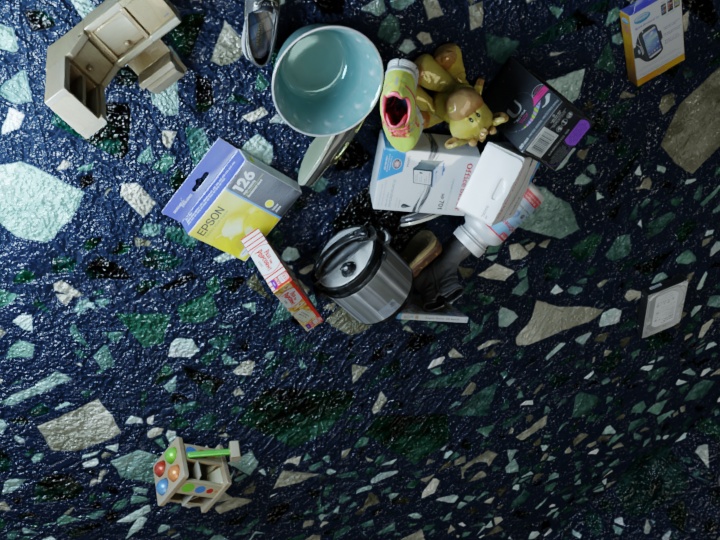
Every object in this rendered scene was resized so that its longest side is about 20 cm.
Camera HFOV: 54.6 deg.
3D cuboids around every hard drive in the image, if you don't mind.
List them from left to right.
[{"bbox_3d":[0.915,0.110,2.122,0.139,0.038,0.201,-20,135,-7],"label":"hard drive"}]

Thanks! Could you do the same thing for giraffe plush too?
[{"bbox_3d":[0.184,-0.309,1.334,0.200,0.162,0.173,27,114,-38],"label":"giraffe plush"}]

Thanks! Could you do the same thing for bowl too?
[{"bbox_3d":[-0.070,-0.349,1.224,0.200,0.105,0.201,-13,133,-15],"label":"bowl"}]

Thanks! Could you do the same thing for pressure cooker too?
[{"bbox_3d":[0.001,0.001,1.501,0.200,0.178,0.177,41,63,-40],"label":"pressure cooker"}]

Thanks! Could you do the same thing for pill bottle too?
[{"bbox_3d":[0.308,-0.128,1.575,0.200,0.109,0.109,-47,132,11],"label":"pill bottle"}]

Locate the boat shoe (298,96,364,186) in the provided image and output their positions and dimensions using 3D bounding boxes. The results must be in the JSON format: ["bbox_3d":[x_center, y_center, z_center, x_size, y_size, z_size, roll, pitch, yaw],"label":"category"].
[{"bbox_3d":[-0.053,-0.242,1.346,0.060,0.072,0.202,19,116,-31],"label":"boat shoe"}]

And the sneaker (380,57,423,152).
[{"bbox_3d":[0.066,-0.277,1.256,0.078,0.091,0.200,5,147,13],"label":"sneaker"}]

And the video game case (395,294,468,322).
[{"bbox_3d":[0.140,0.086,1.670,0.199,0.143,0.018,5,108,-28],"label":"video game case"}]

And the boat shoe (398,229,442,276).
[{"bbox_3d":[0.108,-0.005,1.624,0.200,0.072,0.068,-41,131,9],"label":"boat shoe"}]

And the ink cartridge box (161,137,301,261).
[{"bbox_3d":[-0.249,-0.132,1.370,0.200,0.047,0.198,25,116,-41],"label":"ink cartridge box"}]

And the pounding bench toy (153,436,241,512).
[{"bbox_3d":[-0.417,0.495,1.774,0.156,0.124,0.200,25,115,-38],"label":"pounding bench toy"}]

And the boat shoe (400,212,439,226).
[{"bbox_3d":[0.174,-0.155,1.548,0.199,0.073,0.063,-23,96,0],"label":"boat shoe"}]

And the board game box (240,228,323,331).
[{"bbox_3d":[-0.159,0.023,1.436,0.046,0.152,0.200,-34,150,-3],"label":"board game box"}]

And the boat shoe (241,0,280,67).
[{"bbox_3d":[-0.161,-0.429,1.139,0.070,0.066,0.201,-2,129,-23],"label":"boat shoe"}]

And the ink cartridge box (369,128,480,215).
[{"bbox_3d":[0.129,-0.199,1.430,0.199,0.086,0.147,4,128,-8],"label":"ink cartridge box"}]

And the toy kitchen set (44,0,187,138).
[{"bbox_3d":[-0.348,-0.305,1.079,0.200,0.181,0.163,-33,135,10],"label":"toy kitchen set"}]

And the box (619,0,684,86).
[{"bbox_3d":[0.609,-0.499,1.456,0.119,0.042,0.200,-29,132,1],"label":"box"}]

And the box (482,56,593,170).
[{"bbox_3d":[0.338,-0.311,1.378,0.106,0.200,0.122,19,118,-35],"label":"box"}]

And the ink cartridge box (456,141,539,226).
[{"bbox_3d":[0.284,-0.179,1.410,0.200,0.084,0.145,-21,138,-65],"label":"ink cartridge box"}]

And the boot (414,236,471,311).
[{"bbox_3d":[0.218,0.008,1.644,0.200,0.132,0.070,-38,132,9],"label":"boot"}]
